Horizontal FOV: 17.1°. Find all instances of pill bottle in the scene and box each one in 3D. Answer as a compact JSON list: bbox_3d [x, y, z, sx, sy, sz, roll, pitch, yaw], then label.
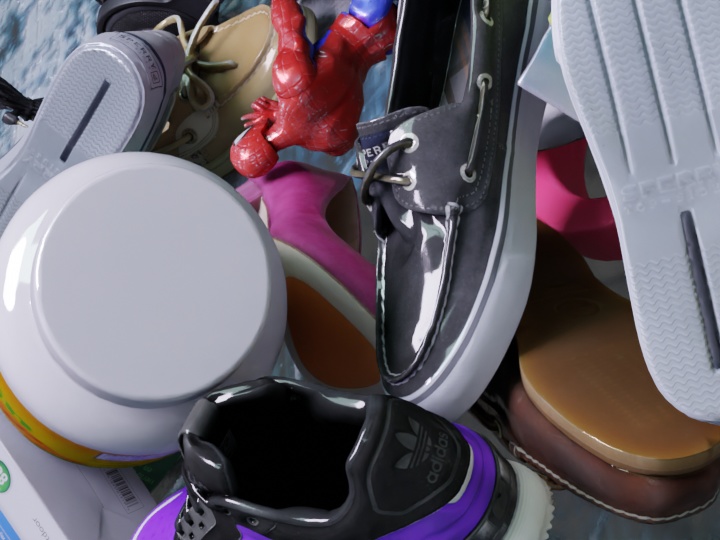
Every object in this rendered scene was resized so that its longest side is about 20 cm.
[{"bbox_3d":[-0.088,0.016,0.908,0.111,0.111,0.200,-65,6,-11],"label":"pill bottle"}]

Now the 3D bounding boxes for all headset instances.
[{"bbox_3d":[-0.125,-0.156,1.281,0.200,0.094,0.124,-55,31,23],"label":"headset"}]

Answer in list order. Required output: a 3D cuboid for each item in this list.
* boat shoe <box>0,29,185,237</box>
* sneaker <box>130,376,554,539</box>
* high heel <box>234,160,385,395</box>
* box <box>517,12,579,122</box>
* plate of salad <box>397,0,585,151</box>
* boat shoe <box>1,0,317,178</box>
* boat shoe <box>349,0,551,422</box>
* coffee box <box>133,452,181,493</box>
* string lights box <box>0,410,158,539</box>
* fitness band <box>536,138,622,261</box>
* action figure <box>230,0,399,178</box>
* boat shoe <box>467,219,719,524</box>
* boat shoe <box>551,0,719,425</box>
[{"bbox_3d":[-0.145,-0.036,1.180,0.200,0.074,0.067,-47,-9,29],"label":"boat shoe"},{"bbox_3d":[-0.033,0.076,0.843,0.200,0.099,0.070,-17,47,45],"label":"sneaker"},{"bbox_3d":[0.000,0.000,1.009,0.096,0.068,0.200,-19,20,-25],"label":"high heel"},{"bbox_3d":[0.156,-0.125,0.855,0.200,0.122,0.048,-61,11,-6],"label":"box"},{"bbox_3d":[0.085,-0.140,0.955,0.200,0.048,0.201,-25,50,34],"label":"plate of salad"},{"bbox_3d":[-0.104,-0.077,1.216,0.200,0.063,0.073,-36,38,29],"label":"boat shoe"},{"bbox_3d":[0.028,-0.046,0.871,0.070,0.066,0.201,-9,63,56],"label":"boat shoe"},{"bbox_3d":[-0.122,0.060,1.144,0.200,0.044,0.123,-51,33,10],"label":"coffee box"},{"bbox_3d":[-0.174,0.139,1.058,0.103,0.059,0.200,53,127,14],"label":"string lights box"},{"bbox_3d":[0.128,-0.096,0.956,0.143,0.037,0.201,-14,51,50],"label":"fitness band"},{"bbox_3d":[-0.002,-0.123,1.077,0.200,0.065,0.099,-49,40,-14],"label":"action figure"},{"bbox_3d":[0.078,0.043,0.882,0.200,0.070,0.071,-127,33,-59],"label":"boat shoe"},{"bbox_3d":[0.106,-0.048,0.794,0.072,0.062,0.201,-7,90,14],"label":"boat shoe"}]
